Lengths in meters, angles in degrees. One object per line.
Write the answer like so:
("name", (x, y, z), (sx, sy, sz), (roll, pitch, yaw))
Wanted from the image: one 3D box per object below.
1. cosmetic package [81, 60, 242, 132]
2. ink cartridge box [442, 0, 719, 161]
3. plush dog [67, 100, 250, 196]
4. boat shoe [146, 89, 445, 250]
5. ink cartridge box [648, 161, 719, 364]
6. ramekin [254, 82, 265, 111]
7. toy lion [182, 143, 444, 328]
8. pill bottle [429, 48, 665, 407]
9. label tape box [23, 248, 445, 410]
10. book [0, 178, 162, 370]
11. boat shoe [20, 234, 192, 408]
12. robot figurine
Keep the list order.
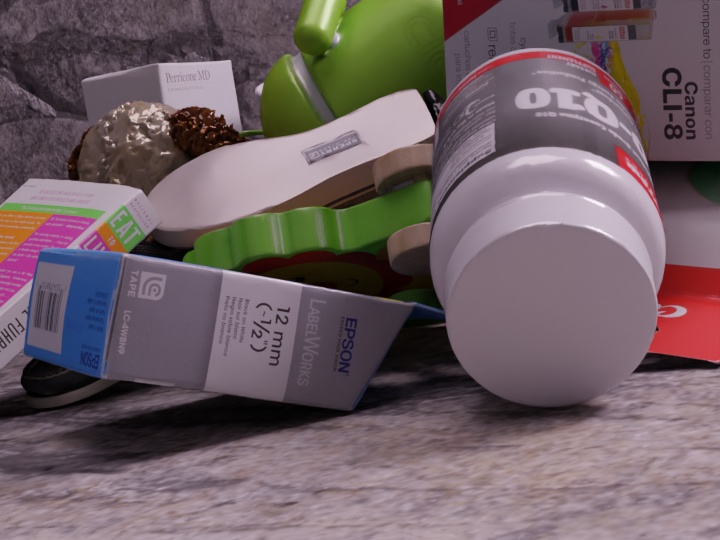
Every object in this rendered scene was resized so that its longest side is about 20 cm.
("cosmetic package", (-0.147, -0.066, 1.394), (0.081, 0.200, 0.113), (-5, 7, 28))
("ink cartridge box", (0.166, -0.142, 1.004), (0.200, 0.146, 0.145), (2, 12, 27))
("plush dog", (-0.146, -0.032, 1.204), (0.200, 0.172, 0.160), (-3, 8, 36))
("boat shoe", (-0.030, -0.037, 1.081), (0.200, 0.093, 0.075), (-18, 45, -4))
("ink cartridge box", (0.170, -0.017, 0.951), (0.161, 0.050, 0.200), (6, 23, 38))
("ramekin", (0.022, -0.106, 1.356), (0.200, 0.098, 0.200), (-6, 14, 2))
("toy lion", (0.000, 0.000, 1.050), (0.191, 0.069, 0.200), (-21, -24, 28))
("pill bottle", (0.091, -0.025, 0.861), (0.114, 0.114, 0.200), (-8, 27, 7))
("label tape box", (-0.060, 0.035, 0.912), (0.200, 0.066, 0.143), (12, -4, -26))
("book", (-0.224, 0.022, 1.022), (0.200, 0.048, 0.133), (-45, 25, -27))
("boat shoe", (-0.143, 0.013, 1.079), (0.072, 0.068, 0.200), (2, 35, 44))
("robot figurine", (0.020, -0.123, 1.154), (0.200, 0.176, 0.116), (-33, 43, 9))
